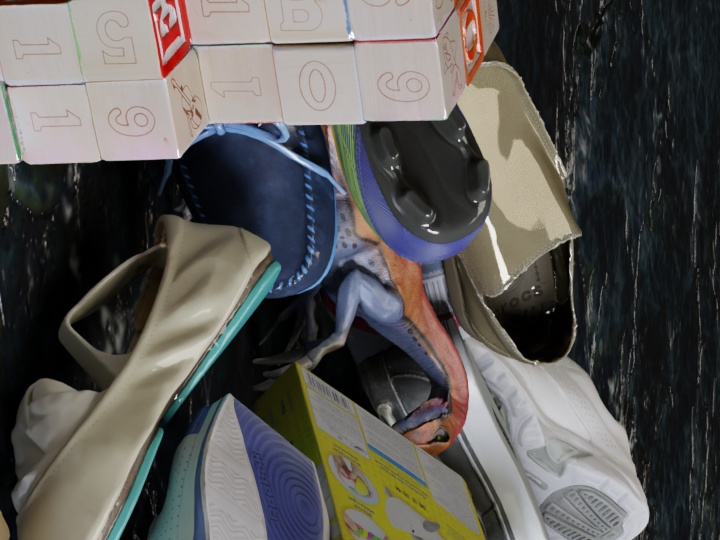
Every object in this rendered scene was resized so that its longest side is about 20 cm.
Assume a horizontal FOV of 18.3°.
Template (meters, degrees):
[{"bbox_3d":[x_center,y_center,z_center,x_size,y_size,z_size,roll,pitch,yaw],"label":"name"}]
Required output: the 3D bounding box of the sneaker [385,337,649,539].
[{"bbox_3d":[0.084,0.074,1.267,0.200,0.078,0.100,44,31,-30],"label":"sneaker"}]

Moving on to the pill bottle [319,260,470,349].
[{"bbox_3d":[0.016,-0.069,1.151,0.120,0.119,0.201,-71,155,-45],"label":"pill bottle"}]

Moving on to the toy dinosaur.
[{"bbox_3d":[0.000,0.000,1.043,0.181,0.200,0.105,33,31,-16],"label":"toy dinosaur"}]

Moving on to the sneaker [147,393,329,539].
[{"bbox_3d":[-0.082,0.148,0.870,0.081,0.115,0.200,45,34,-34],"label":"sneaker"}]

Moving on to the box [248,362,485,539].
[{"bbox_3d":[0.014,0.136,0.960,0.117,0.048,0.200,36,17,-27],"label":"box"}]

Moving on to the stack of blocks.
[{"bbox_3d":[-0.062,-0.087,0.769,0.115,0.199,0.059,-61,147,-58],"label":"stack of blocks"}]

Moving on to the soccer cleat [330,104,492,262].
[{"bbox_3d":[-0.003,-0.096,0.967,0.201,0.064,0.084,68,-18,8],"label":"soccer cleat"}]

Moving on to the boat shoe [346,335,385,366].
[{"bbox_3d":[0.046,0.076,1.322,0.071,0.072,0.201,-63,146,-47],"label":"boat shoe"}]

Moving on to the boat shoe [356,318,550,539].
[{"bbox_3d":[0.055,0.113,1.187,0.071,0.063,0.201,-104,170,-59],"label":"boat shoe"}]

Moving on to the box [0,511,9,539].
[{"bbox_3d":[-0.175,0.087,0.707,0.201,0.021,0.164,73,25,-44],"label":"box"}]

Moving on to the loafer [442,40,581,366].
[{"bbox_3d":[0.070,-0.032,1.082,0.076,0.067,0.201,-36,134,-14],"label":"loafer"}]

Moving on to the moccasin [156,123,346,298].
[{"bbox_3d":[-0.066,-0.084,0.955,0.068,0.080,0.201,2,68,-81],"label":"moccasin"}]

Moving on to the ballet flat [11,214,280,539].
[{"bbox_3d":[-0.099,0.051,0.879,0.070,0.069,0.200,74,33,-41],"label":"ballet flat"}]
